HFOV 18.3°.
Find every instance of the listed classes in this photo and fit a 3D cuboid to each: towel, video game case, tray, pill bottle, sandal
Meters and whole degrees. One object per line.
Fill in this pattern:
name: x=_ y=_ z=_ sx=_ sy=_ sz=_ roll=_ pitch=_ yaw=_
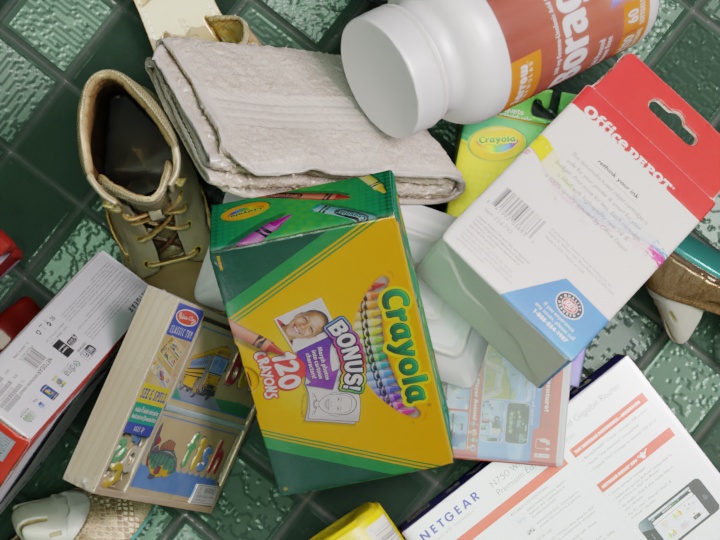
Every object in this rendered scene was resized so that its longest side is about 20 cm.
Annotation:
towel: x=-0.036 y=-0.099 z=1.468 sx=0.200 sy=0.035 sz=0.133 roll=0 pitch=45 yaw=-36
video game case: x=0.043 y=0.053 z=1.509 sx=0.199 sy=0.017 sz=0.143 roll=5 pitch=89 yaw=4
tray: x=0.000 y=0.000 z=1.470 sx=0.200 sy=0.022 sz=0.108 roll=18 pitch=91 yaw=-10
pill bottle: x=0.091 y=-0.165 z=1.481 sx=0.200 sy=0.112 sz=0.112 roll=-28 pitch=90 yaw=-26
sandal: x=-0.106 y=-0.149 z=1.527 sx=0.078 sy=0.070 sz=0.212 roll=-29 pitch=90 yaw=-2

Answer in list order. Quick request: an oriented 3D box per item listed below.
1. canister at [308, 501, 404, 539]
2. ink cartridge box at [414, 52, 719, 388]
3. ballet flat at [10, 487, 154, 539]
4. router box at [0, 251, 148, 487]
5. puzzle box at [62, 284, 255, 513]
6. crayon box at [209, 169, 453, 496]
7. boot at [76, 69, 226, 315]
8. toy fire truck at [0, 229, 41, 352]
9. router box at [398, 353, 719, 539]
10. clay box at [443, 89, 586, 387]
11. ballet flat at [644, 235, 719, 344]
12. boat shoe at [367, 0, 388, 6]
canister: x=0.033 y=0.257 z=1.485 sx=0.086 sy=0.149 sz=0.200 roll=-33 pitch=88 yaw=-2
ink cartridge box: x=0.146 y=-0.035 z=1.463 sx=0.116 sy=0.067 sz=0.200 roll=44 pitch=65 yaw=4
ballet flat: x=-0.228 y=0.198 z=1.511 sx=0.200 sy=0.071 sz=0.065 roll=-42 pitch=126 yaw=-4
router box: x=-0.224 y=0.102 z=1.415 sx=0.049 sy=0.200 sz=0.180 roll=36 pitch=122 yaw=-1
puzzle box: x=-0.116 y=0.088 z=1.460 sx=0.025 sy=0.200 sz=0.133 roll=23 pitch=89 yaw=20
crayon box: x=-0.016 y=0.042 z=1.426 sx=0.118 sy=0.058 sz=0.200 roll=-11 pitch=123 yaw=5
boot: x=-0.133 y=-0.034 z=1.480 sx=0.073 sy=0.155 sz=0.200 roll=-17 pitch=90 yaw=-2
toy fire truck: x=-0.303 y=0.043 z=1.467 sx=0.200 sy=0.168 sz=0.112 roll=-42 pitch=90 yaw=-2
router box: x=0.158 y=0.187 z=1.537 sx=0.200 sy=0.049 sz=0.180 roll=-37 pitch=90 yaw=-2
clay box: x=0.112 y=-0.028 z=1.541 sx=0.115 sy=0.048 sz=0.201 roll=11 pitch=90 yaw=0
ballet flat: x=0.256 y=0.027 z=1.545 sx=0.200 sy=0.068 sz=0.072 roll=22 pitch=107 yaw=-5
boat shoe: x=0.036 y=-0.272 z=1.528 sx=0.066 sy=0.074 sz=0.200 roll=7 pitch=97 yaw=-31
